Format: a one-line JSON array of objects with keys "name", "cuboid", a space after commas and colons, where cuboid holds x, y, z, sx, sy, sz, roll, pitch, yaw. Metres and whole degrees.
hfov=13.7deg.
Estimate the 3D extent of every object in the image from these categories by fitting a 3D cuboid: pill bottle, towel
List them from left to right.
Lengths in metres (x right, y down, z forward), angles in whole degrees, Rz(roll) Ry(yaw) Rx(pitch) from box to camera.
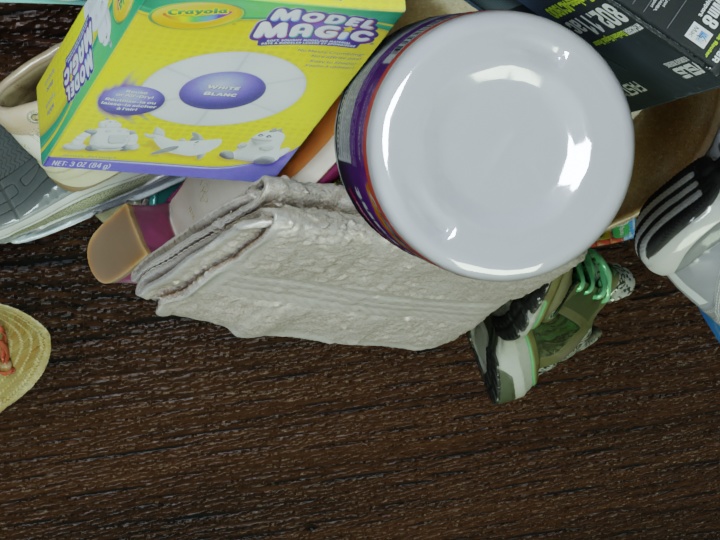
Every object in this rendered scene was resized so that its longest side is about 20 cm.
[{"name": "towel", "cuboid": [0.000, 0.000, 1.468, 0.200, 0.035, 0.132, 7, 157, -33]}, {"name": "pill bottle", "cuboid": [0.047, -0.056, 1.306, 0.111, 0.112, 0.200, -9, -175, -6]}]

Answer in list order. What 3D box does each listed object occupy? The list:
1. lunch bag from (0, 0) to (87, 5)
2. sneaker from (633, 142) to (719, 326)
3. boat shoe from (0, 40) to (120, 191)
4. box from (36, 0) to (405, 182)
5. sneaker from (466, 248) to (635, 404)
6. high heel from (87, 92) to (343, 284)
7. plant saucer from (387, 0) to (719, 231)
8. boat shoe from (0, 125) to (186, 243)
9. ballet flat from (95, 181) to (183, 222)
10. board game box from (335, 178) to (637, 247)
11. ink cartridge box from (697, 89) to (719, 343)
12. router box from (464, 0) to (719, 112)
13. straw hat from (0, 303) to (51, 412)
[{"name": "lunch bag", "cuboid": [-0.098, -0.171, 1.290, 0.199, 0.077, 0.160, 6, 149, -31]}, {"name": "sneaker", "cuboid": [0.240, -0.037, 1.449, 0.200, 0.075, 0.116, -37, 110, 19]}, {"name": "boat shoe", "cuboid": [-0.087, -0.113, 1.428, 0.200, 0.072, 0.065, -31, 128, 20]}, {"name": "box", "cuboid": [-0.059, -0.102, 1.304, 0.117, 0.049, 0.200, 3, 153, -21]}, {"name": "sneaker", "cuboid": [0.107, 0.003, 1.635, 0.088, 0.077, 0.200, -20, 162, -12]}, {"name": "high heel", "cuboid": [-0.041, -0.042, 1.486, 0.096, 0.067, 0.200, 1, 148, -49]}, {"name": "plant saucer", "cuboid": [0.078, -0.099, 1.459, 0.199, 0.035, 0.201, 0, 131, 0]}, {"name": "boat shoe", "cuboid": [-0.156, -0.052, 1.523, 0.201, 0.075, 0.065, -21, 155, 1]}, {"name": "ballet flat", "cuboid": [-0.082, -0.022, 1.637, 0.069, 0.070, 0.200, -24, 150, 25]}, {"name": "board game box", "cuboid": [0.062, -0.066, 1.601, 0.165, 0.057, 0.200, -10, 155, 2]}, {"name": "ink cartridge box", "cuboid": [0.241, -0.065, 1.524, 0.144, 0.085, 0.201, -11, 115, -4]}, {"name": "router box", "cuboid": [0.091, -0.138, 1.278, 0.150, 0.062, 0.200, 33, 176, -6]}, {"name": "straw hat", "cuboid": [-0.272, 0.031, 1.628, 0.200, 0.085, 0.201, -15, 155, -7]}]
